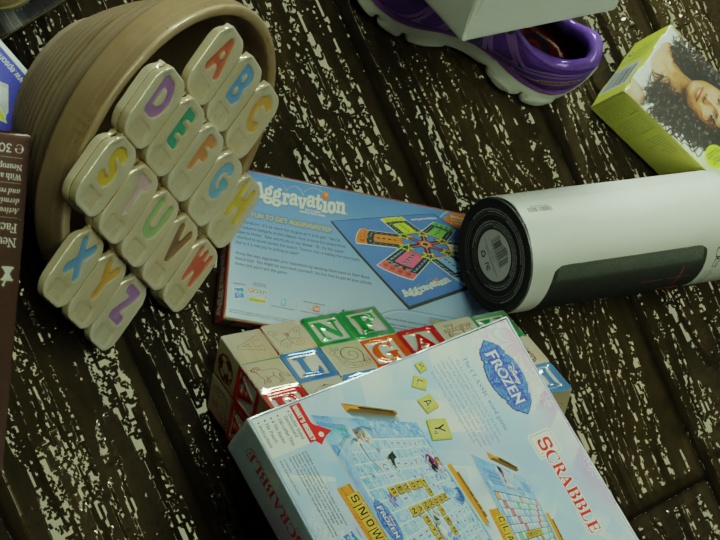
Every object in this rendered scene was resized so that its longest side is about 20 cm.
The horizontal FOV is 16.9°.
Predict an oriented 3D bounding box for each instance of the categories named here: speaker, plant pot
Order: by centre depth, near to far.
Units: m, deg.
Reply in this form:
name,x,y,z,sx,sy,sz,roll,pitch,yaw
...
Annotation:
name,x,y,z,sx,sy,sz,roll,pitch,yaw
plant pot,-0.148,-0.090,1.483,0.092,0.201,0.201,30,59,24
speaker,0.167,-0.022,1.651,0.199,0.081,0.082,-7,81,-36

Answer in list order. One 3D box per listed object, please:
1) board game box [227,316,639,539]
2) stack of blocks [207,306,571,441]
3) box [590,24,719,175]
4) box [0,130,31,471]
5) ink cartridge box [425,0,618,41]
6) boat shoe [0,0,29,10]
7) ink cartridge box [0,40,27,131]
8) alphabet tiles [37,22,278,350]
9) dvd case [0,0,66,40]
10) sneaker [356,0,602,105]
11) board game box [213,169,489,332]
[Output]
name,x,y,z,sx,sy,sz,roll,pitch,yaw
board game box,0.053,0.147,1.426,0.199,0.041,0.201,-19,71,-32
stack of blocks,0.018,0.081,1.538,0.199,0.059,0.115,-11,42,-29
box,0.262,-0.079,1.744,0.200,0.050,0.075,42,62,-13
box,-0.257,0.014,1.403,0.100,0.075,0.201,4,91,-40
ink cartridge box,0.076,-0.253,1.612,0.145,0.084,0.200,-15,53,-35
boat shoe,-0.268,-0.244,1.481,0.071,0.065,0.200,-39,94,-1
ink cartridge box,-0.317,-0.111,1.453,0.198,0.047,0.200,50,63,-11
alphabet tiles,-0.117,-0.047,1.463,0.015,0.200,0.196,30,79,23
dvd case,-0.182,-0.260,1.526,0.199,0.016,0.149,-32,93,-2
sneaker,0.082,-0.190,1.658,0.199,0.083,0.081,25,67,-19
board game box,0.000,0.000,1.605,0.199,0.019,0.104,11,74,-25
